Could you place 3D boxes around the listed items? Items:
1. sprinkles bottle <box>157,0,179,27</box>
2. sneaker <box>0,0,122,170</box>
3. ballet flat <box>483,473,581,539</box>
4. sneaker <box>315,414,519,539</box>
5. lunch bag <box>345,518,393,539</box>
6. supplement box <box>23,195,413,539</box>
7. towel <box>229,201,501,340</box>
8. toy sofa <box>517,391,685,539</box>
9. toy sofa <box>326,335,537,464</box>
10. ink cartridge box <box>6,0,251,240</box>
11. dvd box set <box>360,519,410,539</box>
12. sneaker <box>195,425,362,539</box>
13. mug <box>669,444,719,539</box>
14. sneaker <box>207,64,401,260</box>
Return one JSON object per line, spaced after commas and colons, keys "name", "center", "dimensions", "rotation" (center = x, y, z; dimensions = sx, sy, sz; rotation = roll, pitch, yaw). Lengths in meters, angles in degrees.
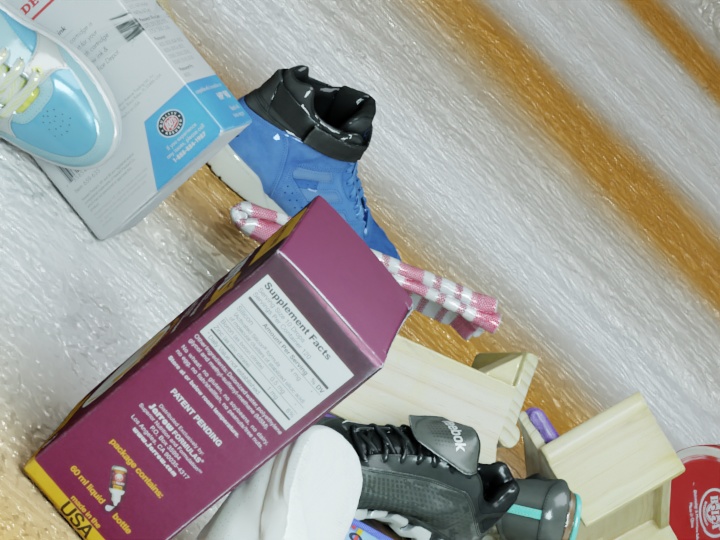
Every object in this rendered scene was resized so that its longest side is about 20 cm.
{"name": "sprinkles bottle", "center": [-0.156, -0.158, 1.932], "dimensions": [0.068, 0.068, 0.201], "rotation": [31, 28, -43]}
{"name": "sneaker", "center": [-0.240, -0.124, 1.672], "dimensions": [0.200, 0.080, 0.131], "rotation": [40, 18, -2]}
{"name": "ballet flat", "center": [0.104, 0.166, 1.870], "dimensions": [0.068, 0.068, 0.200], "rotation": [11, -13, -2]}
{"name": "sneaker", "center": [0.026, 0.119, 1.700], "dimensions": [0.200, 0.090, 0.067], "rotation": [31, 26, -41]}
{"name": "lunch bag", "center": [0.013, 0.228, 1.574], "dimensions": [0.200, 0.094, 0.151], "rotation": [37, 33, -3]}
{"name": "supplement box", "center": [-0.076, 0.063, 1.499], "dimensions": [0.086, 0.200, 0.110], "rotation": [48, 19, -6]}
{"name": "towel", "center": [0.000, 0.000, 1.881], "dimensions": [0.199, 0.030, 0.146], "rotation": [22, -3, -1]}
{"name": "toy sofa", "center": [0.173, 0.149, 1.955], "dimensions": [0.098, 0.083, 0.200], "rotation": [60, -6, 21]}
{"name": "toy sofa", "center": [0.007, 0.066, 1.791], "dimensions": [0.199, 0.098, 0.083], "rotation": [24, -11, -21]}
{"name": "ink cartridge box", "center": [-0.179, -0.135, 1.765], "dimensions": [0.200, 0.116, 0.067], "rotation": [51, 19, 3]}
{"name": "dvd box set", "center": [0.032, 0.198, 1.751], "dimensions": [0.200, 0.029, 0.147], "rotation": [36, 23, -33]}
{"name": "sneaker", "center": [-0.068, 0.177, 1.486], "dimensions": [0.075, 0.088, 0.201], "rotation": [48, 50, -27]}
{"name": "mug", "center": [0.335, 0.218, 2.244], "dimensions": [0.200, 0.133, 0.178], "rotation": [11, 41, -56]}
{"name": "sneaker", "center": [-0.013, -0.070, 2.021], "dimensions": [0.200, 0.111, 0.077], "rotation": [41, 21, -25]}
